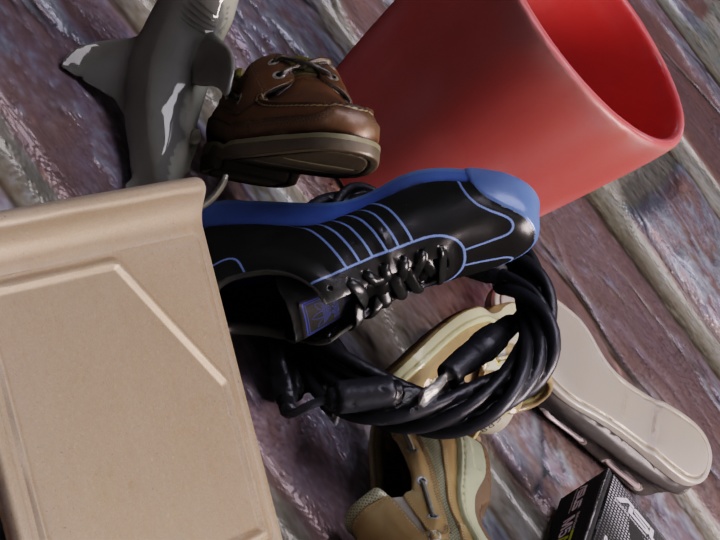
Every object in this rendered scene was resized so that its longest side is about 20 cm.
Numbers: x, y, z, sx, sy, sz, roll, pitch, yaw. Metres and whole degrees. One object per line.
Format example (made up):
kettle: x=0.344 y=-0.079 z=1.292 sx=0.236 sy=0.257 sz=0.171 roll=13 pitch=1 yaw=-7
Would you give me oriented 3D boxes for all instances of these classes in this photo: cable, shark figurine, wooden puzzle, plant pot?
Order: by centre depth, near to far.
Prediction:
wooden puzzle: x=-0.109 y=0.067 z=1.093 sx=0.185 sy=0.037 sz=0.201 roll=-14 pitch=95 yaw=-58
shark figurine: x=-0.121 y=-0.090 z=1.352 sx=0.089 sy=0.128 sz=0.215 roll=19 pitch=53 yaw=-13
cable: x=0.026 y=0.012 z=1.371 sx=0.200 sy=0.163 sz=0.051 roll=-95 pitch=179 yaw=-51
plant pot: x=0.080 y=-0.111 z=1.588 sx=0.200 sy=0.177 sz=0.201 roll=41 pitch=27 yaw=-26

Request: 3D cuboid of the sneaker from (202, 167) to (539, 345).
sneaker: x=0.000 y=0.000 z=1.310 sx=0.070 sy=0.199 sz=0.078 roll=81 pitch=1 yaw=-46

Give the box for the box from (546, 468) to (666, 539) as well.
box: x=0.177 y=0.241 z=1.458 sx=0.200 sy=0.047 sz=0.193 roll=51 pitch=26 yaw=-8

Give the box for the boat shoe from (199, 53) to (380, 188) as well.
boat shoe: x=-0.042 y=-0.086 z=1.341 sx=0.072 sy=0.200 sz=0.068 roll=12 pitch=86 yaw=-23

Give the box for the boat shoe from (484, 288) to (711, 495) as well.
boat shoe: x=0.142 y=0.084 z=1.609 sx=0.200 sy=0.057 sz=0.067 roll=40 pitch=47 yaw=-20

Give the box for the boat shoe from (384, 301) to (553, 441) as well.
boat shoe: x=0.066 y=0.064 z=1.456 sx=0.066 sy=0.074 sz=0.200 roll=54 pitch=25 yaw=9

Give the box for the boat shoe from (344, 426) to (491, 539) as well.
boat shoe: x=0.025 y=0.145 z=1.299 sx=0.076 sy=0.072 sz=0.200 roll=29 pitch=23 yaw=-16
